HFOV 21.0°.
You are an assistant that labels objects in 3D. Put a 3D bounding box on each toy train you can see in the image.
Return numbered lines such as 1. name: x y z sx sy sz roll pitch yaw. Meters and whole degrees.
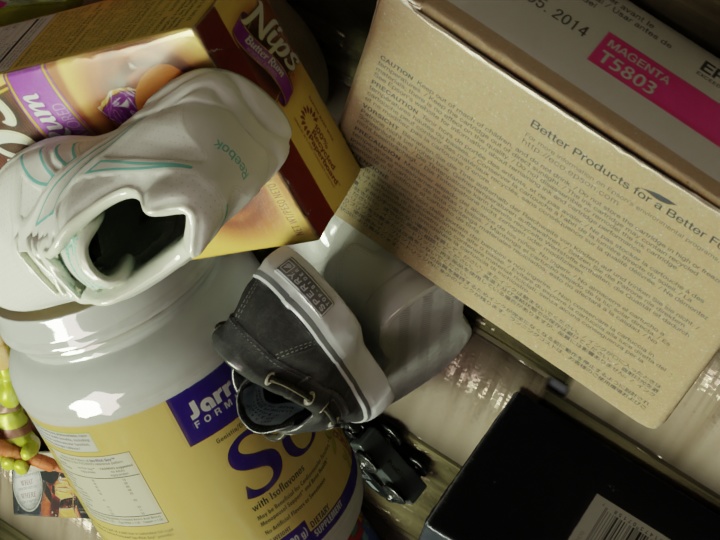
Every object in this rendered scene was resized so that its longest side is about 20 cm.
1. toy train: -0.031 0.065 1.159 0.200 0.034 0.046 50 158 -20

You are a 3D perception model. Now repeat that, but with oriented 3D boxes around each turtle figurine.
1. turtle figurine: -0.234 0.031 1.114 0.161 0.064 0.200 -3 124 11

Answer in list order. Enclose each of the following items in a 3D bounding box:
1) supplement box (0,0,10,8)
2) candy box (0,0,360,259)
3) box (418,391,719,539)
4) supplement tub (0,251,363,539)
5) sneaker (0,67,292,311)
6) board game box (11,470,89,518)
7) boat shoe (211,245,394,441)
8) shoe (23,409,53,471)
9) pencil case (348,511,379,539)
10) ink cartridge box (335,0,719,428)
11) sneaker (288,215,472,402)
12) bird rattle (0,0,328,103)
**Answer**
1. supplement box: -0.264 -0.198 0.993 0.103 0.101 0.200 23 146 22
2. candy box: -0.113 -0.060 0.893 0.200 0.057 0.117 -8 126 36
3. box: 0.128 0.197 1.099 0.200 0.104 0.182 31 148 11
4. supplement tub: -0.097 0.069 1.030 0.145 0.145 0.200 4 129 42
5. sneaker: -0.117 -0.020 0.835 0.070 0.080 0.200 45 137 -19
6. board game box: -0.156 0.089 1.234 0.200 0.035 0.136 -6 86 48
7. boat shoe: -0.032 0.048 0.916 0.070 0.066 0.200 45 173 11
8. shoe: -0.169 0.092 1.183 0.200 0.053 0.070 -17 78 46
9. pencil case: -0.039 0.175 1.257 0.087 0.078 0.200 -24 116 24
10. ink cartridge box: 0.091 -0.043 0.864 0.200 0.075 0.165 35 146 8
11. sneaker: 0.000 0.000 1.026 0.116 0.074 0.200 54 165 16
12. bird rattle: -0.085 -0.122 0.954 0.163 0.113 0.200 38 136 -22
